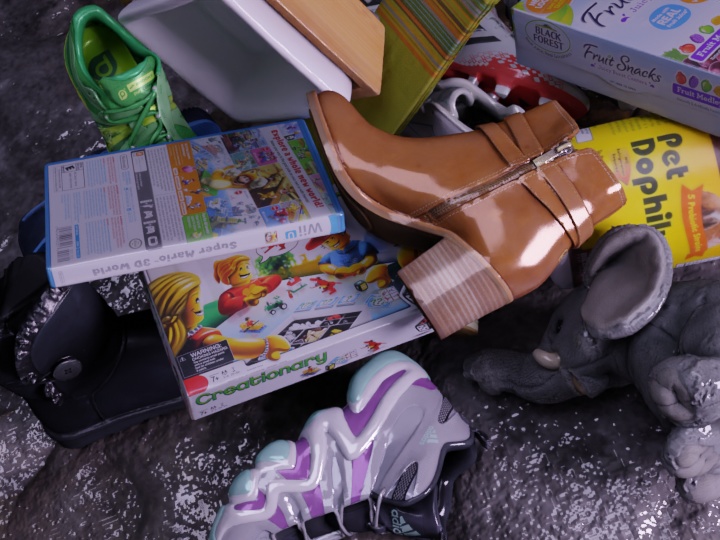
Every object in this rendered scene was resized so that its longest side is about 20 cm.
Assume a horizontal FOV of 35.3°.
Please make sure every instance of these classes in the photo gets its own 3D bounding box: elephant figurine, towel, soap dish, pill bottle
[{"bbox_3d":[0.183,0.043,0.745,0.153,0.144,0.200,-17,35,-27],"label":"elephant figurine"},{"bbox_3d":[0.023,-0.151,0.853,0.201,0.018,0.087,-53,55,27],"label":"towel"},{"bbox_3d":[-0.083,-0.188,0.862,0.199,0.157,0.082,5,61,57],"label":"soap dish"},{"bbox_3d":[0.223,-0.058,0.798,0.196,0.110,0.111,-12,56,9],"label":"pill bottle"}]

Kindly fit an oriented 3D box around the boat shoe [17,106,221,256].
[{"bbox_3d":[-0.212,-0.081,0.959,0.198,0.085,0.069,-34,53,-8],"label":"boat shoe"}]

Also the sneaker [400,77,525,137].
[{"bbox_3d":[0.062,-0.126,0.907,0.198,0.081,0.071,20,68,28],"label":"sneaker"}]

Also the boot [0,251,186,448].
[{"bbox_3d":[-0.178,0.043,0.819,0.197,0.169,0.077,-26,56,-1],"label":"boot"}]

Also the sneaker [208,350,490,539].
[{"bbox_3d":[0.003,0.159,0.750,0.200,0.078,0.139,-44,57,-12],"label":"sneaker"}]

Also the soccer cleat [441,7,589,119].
[{"bbox_3d":[0.107,-0.180,0.932,0.198,0.069,0.086,24,80,33],"label":"soccer cleat"}]

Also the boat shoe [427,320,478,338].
[{"bbox_3d":[0.000,0.000,0.844,0.197,0.073,0.066,15,80,21],"label":"boat shoe"}]

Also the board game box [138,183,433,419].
[{"bbox_3d":[-0.043,0.011,0.777,0.197,0.035,0.127,-19,56,-14],"label":"board game box"}]

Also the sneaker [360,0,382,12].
[{"bbox_3d":[0.007,-0.187,0.915,0.198,0.074,0.083,-10,73,49],"label":"sneaker"}]

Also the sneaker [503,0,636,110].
[{"bbox_3d":[0.171,-0.197,0.927,0.097,0.071,0.203,-11,51,11],"label":"sneaker"}]

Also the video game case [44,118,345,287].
[{"bbox_3d":[-0.121,-0.052,0.795,0.196,0.018,0.144,-11,35,-9],"label":"video game case"}]

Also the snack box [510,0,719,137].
[{"bbox_3d":[0.226,-0.173,0.796,0.142,0.054,0.199,-38,47,-25],"label":"snack box"}]

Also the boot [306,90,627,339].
[{"bbox_3d":[0.065,-0.073,0.745,0.154,0.077,0.201,-34,65,-1],"label":"boot"}]

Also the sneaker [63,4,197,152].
[{"bbox_3d":[-0.174,-0.119,0.881,0.074,0.084,0.201,-35,81,-14],"label":"sneaker"}]
